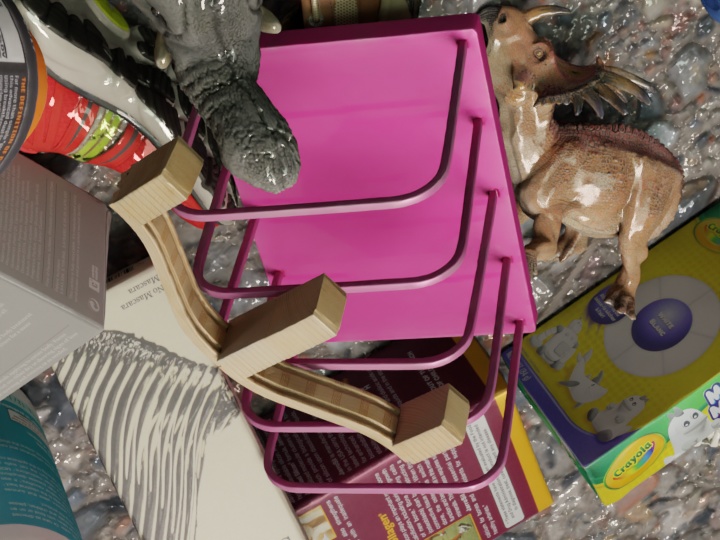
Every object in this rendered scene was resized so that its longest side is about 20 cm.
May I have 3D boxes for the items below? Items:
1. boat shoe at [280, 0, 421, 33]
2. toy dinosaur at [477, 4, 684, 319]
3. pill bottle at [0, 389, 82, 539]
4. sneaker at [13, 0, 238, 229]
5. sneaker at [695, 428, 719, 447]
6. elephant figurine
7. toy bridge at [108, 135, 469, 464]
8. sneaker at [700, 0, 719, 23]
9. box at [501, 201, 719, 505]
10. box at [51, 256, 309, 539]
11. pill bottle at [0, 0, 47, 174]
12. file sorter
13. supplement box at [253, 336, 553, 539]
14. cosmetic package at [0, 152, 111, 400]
[{"bbox_3d":[-0.015,-0.107,0.873,0.073,0.076,0.201,2,129,-7],"label":"boat shoe"},{"bbox_3d":[0.135,-0.058,0.973,0.199,0.086,0.136,19,106,-40],"label":"toy dinosaur"},{"bbox_3d":[-0.195,0.146,0.873,0.110,0.200,0.112,-13,127,-18],"label":"pill bottle"},{"bbox_3d":[-0.136,-0.082,0.843,0.084,0.077,0.200,-28,132,22],"label":"sneaker"},{"bbox_3d":[0.240,0.092,1.103,0.198,0.116,0.074,-20,131,-10],"label":"sneaker"},{"bbox_3d":[-0.077,-0.158,0.720,0.155,0.200,0.142,29,107,-37],"label":"elephant figurine"},{"bbox_3d":[-0.035,0.026,0.758,0.067,0.027,0.200,-26,124,35],"label":"toy bridge"},{"bbox_3d":[0.148,-0.203,0.876,0.110,0.077,0.201,-25,126,-16],"label":"sneaker"},{"bbox_3d":[0.196,0.040,1.044,0.199,0.118,0.049,-34,131,-2],"label":"box"},{"bbox_3d":[-0.093,0.097,0.915,0.082,0.068,0.201,-28,98,-5],"label":"box"},{"bbox_3d":[-0.192,-0.075,0.669,0.106,0.106,0.200,-49,173,12],"label":"pill bottle"},{"bbox_3d":[0.000,0.000,0.835,0.137,0.126,0.201,-3,134,14],"label":"file sorter"},{"bbox_3d":[0.001,0.129,1.031,0.199,0.086,0.111,-29,130,-5],"label":"supplement box"},{"bbox_3d":[-0.223,-0.020,0.803,0.106,0.091,0.200,-30,133,28],"label":"cosmetic package"}]
